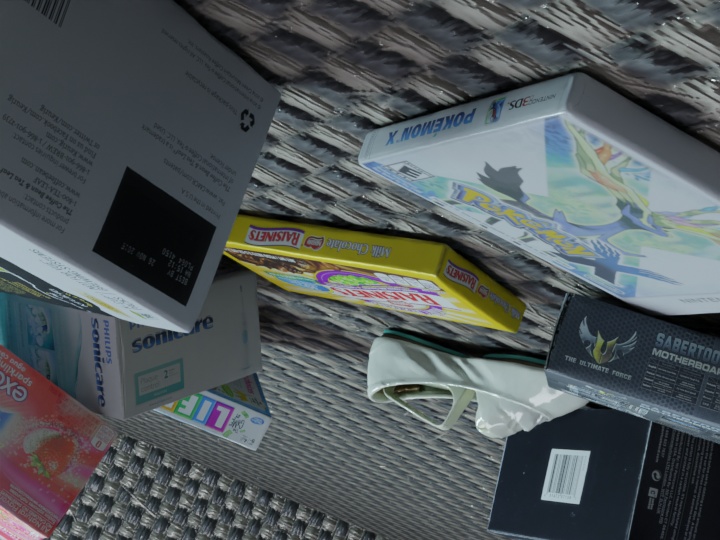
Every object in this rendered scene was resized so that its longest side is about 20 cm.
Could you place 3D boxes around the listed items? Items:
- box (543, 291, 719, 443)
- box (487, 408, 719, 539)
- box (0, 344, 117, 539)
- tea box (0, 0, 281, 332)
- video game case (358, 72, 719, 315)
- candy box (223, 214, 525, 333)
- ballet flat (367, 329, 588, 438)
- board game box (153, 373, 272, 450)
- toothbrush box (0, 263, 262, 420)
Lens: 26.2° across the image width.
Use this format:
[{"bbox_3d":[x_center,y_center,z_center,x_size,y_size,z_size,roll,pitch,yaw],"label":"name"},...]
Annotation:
[{"bbox_3d":[0.207,0.071,0.896,0.199,0.051,0.158,17,176,10],"label":"box"},{"bbox_3d":[0.227,0.174,1.167,0.181,0.105,0.200,18,169,-22],"label":"box"},{"bbox_3d":[-0.287,0.102,1.107,0.200,0.095,0.103,39,153,-12],"label":"box"},{"bbox_3d":[-0.183,-0.078,0.722,0.196,0.134,0.200,9,163,35],"label":"tea box"},{"bbox_3d":[0.123,-0.027,0.727,0.199,0.022,0.182,26,165,-24],"label":"video game case"},{"bbox_3d":[0.000,0.000,1.008,0.199,0.027,0.102,9,166,40],"label":"candy box"},{"bbox_3d":[0.087,0.094,1.172,0.199,0.070,0.069,10,164,37],"label":"ballet flat"},{"bbox_3d":[-0.157,0.082,1.372,0.134,0.034,0.200,24,-168,-17],"label":"board game box"},{"bbox_3d":[-0.195,0.041,1.194,0.199,0.086,0.146,7,-164,39],"label":"toothbrush box"}]
